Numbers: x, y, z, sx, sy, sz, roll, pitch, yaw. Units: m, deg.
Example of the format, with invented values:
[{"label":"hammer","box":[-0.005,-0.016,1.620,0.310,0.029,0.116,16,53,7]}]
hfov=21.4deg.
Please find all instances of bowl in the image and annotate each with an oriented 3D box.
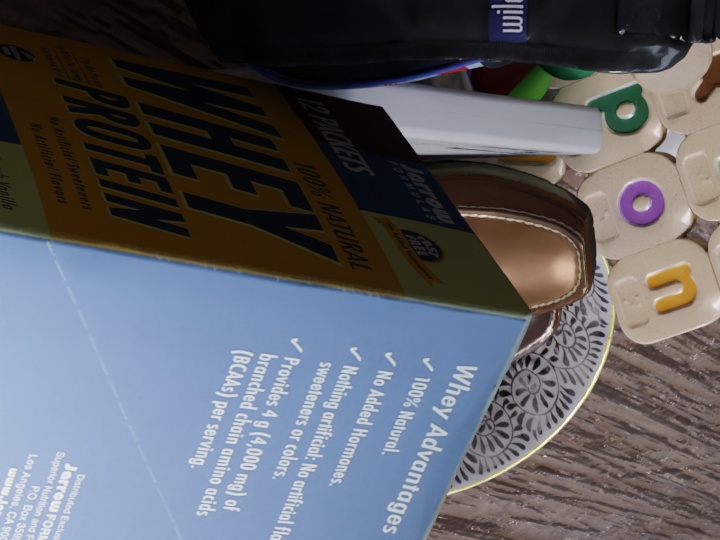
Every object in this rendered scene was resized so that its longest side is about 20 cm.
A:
[{"label":"bowl","box":[0.020,0.012,0.966,0.200,0.094,0.201,-8,125,-11]}]

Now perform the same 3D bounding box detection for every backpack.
[{"label":"backpack","box":[0.018,-0.153,0.612,0.190,0.201,0.154,-15,-163,19]}]

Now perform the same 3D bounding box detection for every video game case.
[{"label":"video game case","box":[-0.032,-0.060,0.775,0.182,0.023,0.200,0,180,41]}]

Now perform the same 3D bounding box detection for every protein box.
[{"label":"protein box","box":[-0.091,0.045,0.596,0.199,0.135,0.199,10,118,-28]}]

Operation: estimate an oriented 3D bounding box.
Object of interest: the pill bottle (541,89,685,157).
[{"label":"pill bottle","box":[0.167,-0.097,0.948,0.200,0.113,0.112,2,138,-50]}]

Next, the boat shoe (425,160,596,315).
[{"label":"boat shoe","box":[0.000,0.000,0.819,0.074,0.199,0.076,-53,138,-56]}]

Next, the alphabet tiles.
[{"label":"alphabet tiles","box":[0.130,-0.074,0.833,0.195,0.201,0.015,-22,174,28]}]

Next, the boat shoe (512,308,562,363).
[{"label":"boat shoe","box":[0.005,0.046,0.882,0.199,0.070,0.071,-18,126,-8]}]

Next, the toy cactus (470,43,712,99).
[{"label":"toy cactus","box":[0.096,-0.135,0.761,0.102,0.165,0.200,17,124,-25]}]
